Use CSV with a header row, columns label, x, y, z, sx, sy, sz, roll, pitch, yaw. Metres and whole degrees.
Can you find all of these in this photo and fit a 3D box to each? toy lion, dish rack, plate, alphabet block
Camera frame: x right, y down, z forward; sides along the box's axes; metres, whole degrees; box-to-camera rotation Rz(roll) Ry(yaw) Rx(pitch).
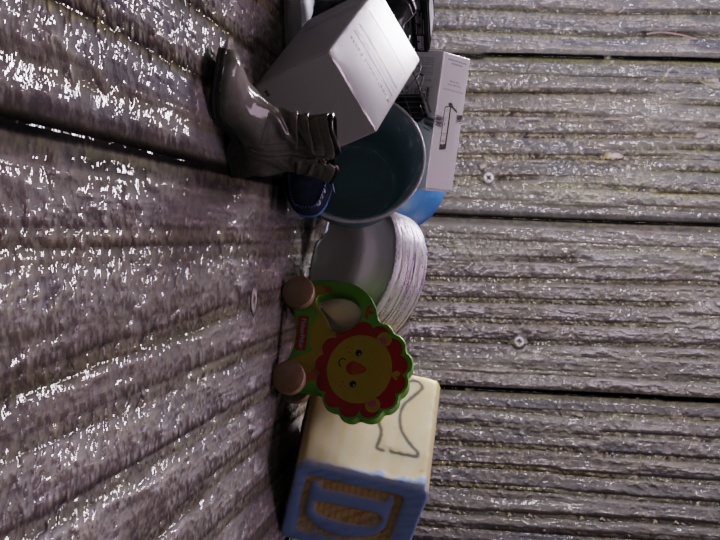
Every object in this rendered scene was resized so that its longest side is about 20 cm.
label,x,y,z,sx,sy,sz,roll,pitch,yaw
toy lion,-0.019,0.113,1.678,0.069,0.190,0.202,73,20,-68
dish rack,0.019,-0.290,1.683,0.055,0.152,0.201,-64,146,-35
plate,-0.079,-0.377,1.690,0.200,0.032,0.201,-70,162,-66
alphabet block,0.000,0.274,1.756,0.201,0.194,0.197,-78,-176,-45

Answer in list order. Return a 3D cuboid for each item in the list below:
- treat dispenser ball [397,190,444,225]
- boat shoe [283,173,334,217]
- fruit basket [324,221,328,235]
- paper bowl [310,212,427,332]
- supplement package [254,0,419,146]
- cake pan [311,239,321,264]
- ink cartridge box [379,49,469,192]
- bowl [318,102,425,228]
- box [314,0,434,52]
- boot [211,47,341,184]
label,x,y,z,sx,sy,sz,roll,pitch,yaw
treat dispenser ball,0.054,-0.167,2.118,0.201,0.199,0.203,2,90,-82
boat shoe,-0.073,-0.172,1.617,0.069,0.083,0.202,86,3,-68
fruit basket,-0.027,-0.156,1.918,0.185,0.093,0.202,-84,-178,-73
paper bowl,0.000,0.000,1.801,0.200,0.104,0.202,-31,-129,46
supplement package,-0.026,-0.252,1.536,0.120,0.121,0.200,57,35,-22
cake pan,-0.052,0.036,1.988,0.200,0.036,0.202,2,90,-82
ink cartridge box,0.070,-0.224,1.786,0.084,0.145,0.202,0,100,-55
bowl,-0.009,-0.141,1.699,0.105,0.199,0.203,89,5,-70
box,0.018,-0.409,1.677,0.201,0.162,0.087,82,13,-50
boot,-0.087,-0.169,1.313,0.201,0.129,0.068,80,14,-58
